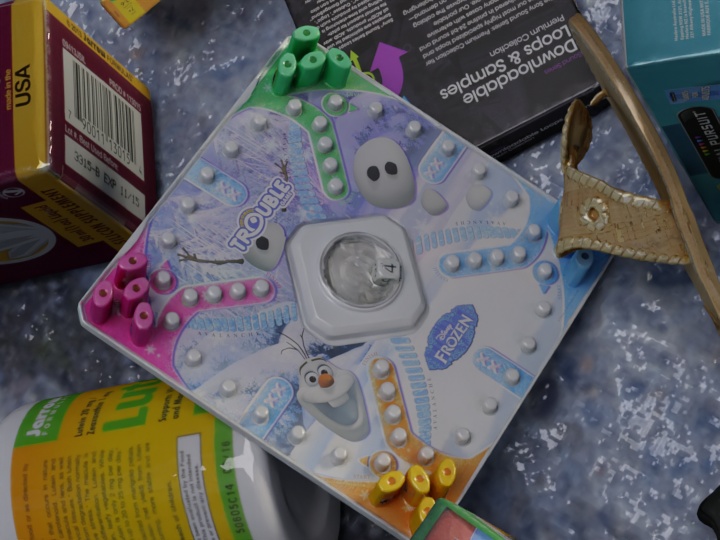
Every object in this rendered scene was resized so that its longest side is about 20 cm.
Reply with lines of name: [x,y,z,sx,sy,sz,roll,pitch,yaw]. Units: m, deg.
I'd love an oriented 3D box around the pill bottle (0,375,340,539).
pill bottle: [-0.120,0.114,1.031,0.199,0.111,0.111,-11,69,17]

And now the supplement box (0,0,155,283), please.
supplement box: [-0.227,-0.057,1.112,0.199,0.131,0.104,-12,69,18]

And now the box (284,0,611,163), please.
box: [0.036,-0.143,1.100,0.143,0.036,0.200,-27,64,12]

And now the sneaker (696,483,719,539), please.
sneaker: [0.206,0.174,0.917,0.079,0.075,0.201,-24,57,25]

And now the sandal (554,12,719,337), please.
sandal: [0.128,-0.016,0.976,0.070,0.078,0.212,-31,84,4]

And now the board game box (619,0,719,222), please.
board game box: [0.161,-0.127,0.953,0.047,0.200,0.151,-7,70,18]

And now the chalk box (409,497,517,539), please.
chalk box: [0.062,0.188,0.886,0.124,0.200,0.125,34,86,27]

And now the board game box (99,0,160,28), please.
board game box: [-0.064,-0.215,1.139,0.200,0.030,0.096,-40,23,7]

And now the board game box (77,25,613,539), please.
board game box: [0.000,0.000,0.990,0.200,0.026,0.200,33,62,4]
